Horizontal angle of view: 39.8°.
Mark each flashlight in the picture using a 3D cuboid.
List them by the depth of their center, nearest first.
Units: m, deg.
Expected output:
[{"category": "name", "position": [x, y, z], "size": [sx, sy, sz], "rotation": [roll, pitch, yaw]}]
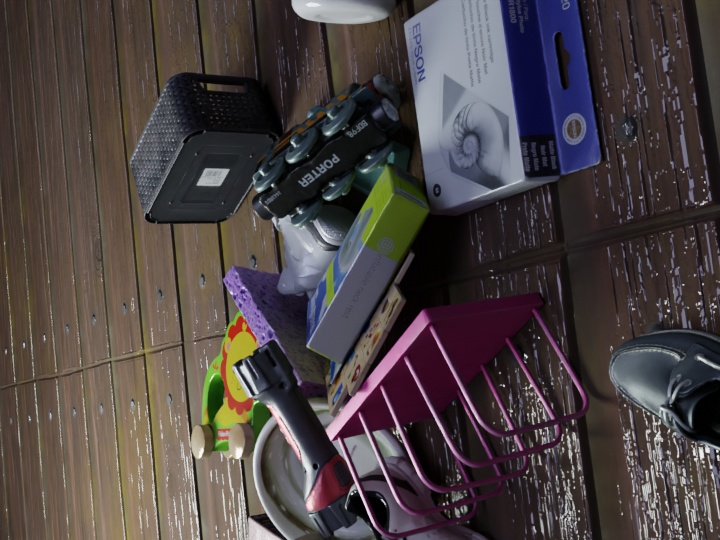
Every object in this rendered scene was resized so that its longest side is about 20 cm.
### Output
[{"category": "flashlight", "position": [-0.064, 0.173, 1.029], "size": [0.201, 0.067, 0.068], "rotation": [58, 174, -1]}]

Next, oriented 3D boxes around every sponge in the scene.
[{"category": "sponge", "position": [-0.074, 0.072, 1.148], "size": [0.030, 0.111, 0.201], "rotation": [-55, 47, 22]}]

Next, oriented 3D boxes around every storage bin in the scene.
[{"category": "storage bin", "position": [-0.208, -0.155, 1.312], "size": [0.200, 0.134, 0.095], "rotation": [-49, 53, 45]}]

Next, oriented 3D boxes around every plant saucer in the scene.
[{"category": "plant saucer", "position": [-0.021, 0.225, 1.091], "size": [0.197, 0.050, 0.203], "rotation": [8, 111, 21]}, {"category": "plant saucer", "position": [-0.012, -0.131, 1.128], "size": [0.200, 0.019, 0.071], "rotation": [35, 120, 51]}]

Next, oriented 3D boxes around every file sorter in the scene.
[{"category": "file sorter", "position": [0.087, 0.135, 0.893], "size": [0.201, 0.137, 0.126], "rotation": [-54, 53, 42]}]

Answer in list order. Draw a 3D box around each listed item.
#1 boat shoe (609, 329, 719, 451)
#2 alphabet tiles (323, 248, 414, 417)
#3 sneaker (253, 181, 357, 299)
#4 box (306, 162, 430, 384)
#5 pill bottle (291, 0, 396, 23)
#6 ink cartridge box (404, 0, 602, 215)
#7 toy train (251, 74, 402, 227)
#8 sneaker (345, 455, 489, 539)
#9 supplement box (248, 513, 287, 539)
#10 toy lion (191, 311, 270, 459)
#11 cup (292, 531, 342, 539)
[{"category": "boat shoe", "position": [0.248, 0.089, 0.715], "size": [0.199, 0.061, 0.074], "rotation": [19, 108, 54]}, {"category": "alphabet tiles", "position": [0.008, 0.051, 0.981], "size": [0.169, 0.007, 0.200], "rotation": [-62, 9, 7]}, {"category": "sneaker", "position": [-0.075, -0.039, 1.175], "size": [0.200, 0.074, 0.116], "rotation": [38, 120, 44]}, {"category": "box", "position": [0.000, 0.000, 1.002], "size": [0.202, 0.047, 0.122], "rotation": [-60, 11, 16]}, {"category": "pill bottle", "position": [-0.016, -0.366, 1.035], "size": [0.112, 0.111, 0.203], "rotation": [7, 97, 55]}, {"category": "ink cartridge box", "position": [0.121, -0.167, 0.907], "size": [0.199, 0.040, 0.203], "rotation": [-19, 77, 55]}, {"category": "toy train", "position": [-0.037, -0.130, 1.057], "size": [0.199, 0.085, 0.115], "rotation": [-35, 26, 29]}, {"category": "sneaker", "position": [0.063, 0.270, 0.965], "size": [0.199, 0.079, 0.074], "rotation": [39, 121, 29]}, {"category": "supplement box", "position": [-0.068, 0.376, 1.204], "size": [0.199, 0.060, 0.111], "rotation": [14, 102, 54]}, {"category": "toy lion", "position": [-0.160, 0.154, 1.335], "size": [0.199, 0.068, 0.195], "rotation": [-16, 72, 56]}, {"category": "cup", "position": [-0.039, 0.359, 1.024], "size": [0.144, 0.198, 0.202], "rotation": [52, 133, 32]}]
